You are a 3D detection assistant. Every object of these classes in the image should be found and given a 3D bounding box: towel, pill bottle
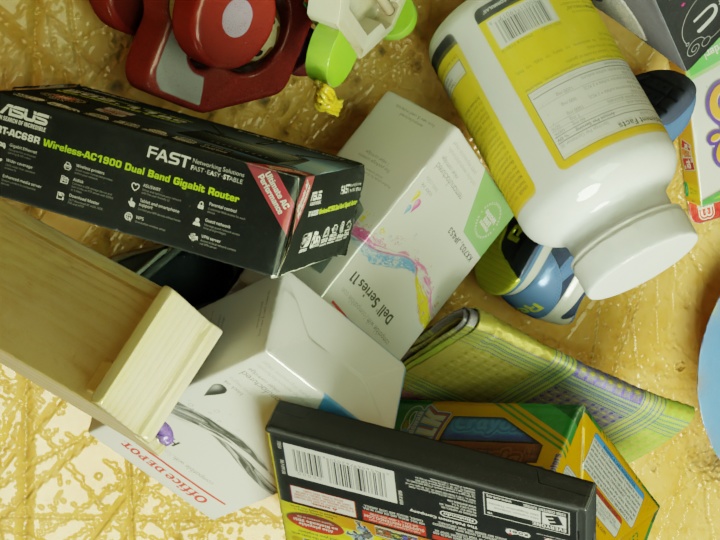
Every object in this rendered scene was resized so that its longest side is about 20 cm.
[{"bbox_3d":[0.110,0.086,1.666,0.199,0.144,0.023,24,54,-24],"label":"towel"},{"bbox_3d":[0.134,-0.087,1.585,0.112,0.112,0.201,-23,74,-16],"label":"pill bottle"}]

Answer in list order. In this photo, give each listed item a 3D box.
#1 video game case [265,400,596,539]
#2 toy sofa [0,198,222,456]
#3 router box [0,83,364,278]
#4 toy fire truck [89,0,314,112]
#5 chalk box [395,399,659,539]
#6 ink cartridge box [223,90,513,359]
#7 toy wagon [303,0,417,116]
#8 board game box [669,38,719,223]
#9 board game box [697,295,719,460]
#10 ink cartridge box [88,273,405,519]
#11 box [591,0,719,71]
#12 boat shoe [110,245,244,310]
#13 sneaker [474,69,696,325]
[{"bbox_3d":[0.046,0.162,1.498,0.181,0.199,0.026,84,25,-51],"label":"video game case"},{"bbox_3d":[-0.181,0.026,1.486,0.083,0.200,0.098,-57,148,-10],"label":"toy sofa"},{"bbox_3d":[-0.111,-0.057,1.468,0.199,0.150,0.062,16,98,12],"label":"router box"},{"bbox_3d":[-0.064,-0.191,1.536,0.168,0.112,0.201,18,94,-47],"label":"toy fire truck"},{"bbox_3d":[0.073,0.169,1.640,0.125,0.199,0.124,51,53,-40],"label":"chalk box"},{"bbox_3d":[0.000,0.000,1.585,0.200,0.067,0.117,-52,144,-9],"label":"ink cartridge box"},{"bbox_3d":[0.006,-0.194,1.535,0.039,0.155,0.201,22,82,18],"label":"toy wagon"},{"bbox_3d":[0.264,-0.136,1.724,0.095,0.030,0.201,-15,111,-18],"label":"board game box"},{"bbox_3d":[0.318,0.064,1.792,0.199,0.039,0.159,-10,102,-25],"label":"board game box"},{"bbox_3d":[-0.085,0.087,1.539,0.116,0.200,0.067,38,44,-30],"label":"ink cartridge box"},{"bbox_3d":[0.175,-0.244,1.559,0.115,0.132,0.200,-46,147,-7],"label":"box"},{"bbox_3d":[-0.081,-0.003,1.592,0.199,0.062,0.073,-21,107,-18],"label":"boat shoe"},{"bbox_3d":[0.164,-0.049,1.681,0.082,0.074,0.200,39,92,-31],"label":"sneaker"}]
